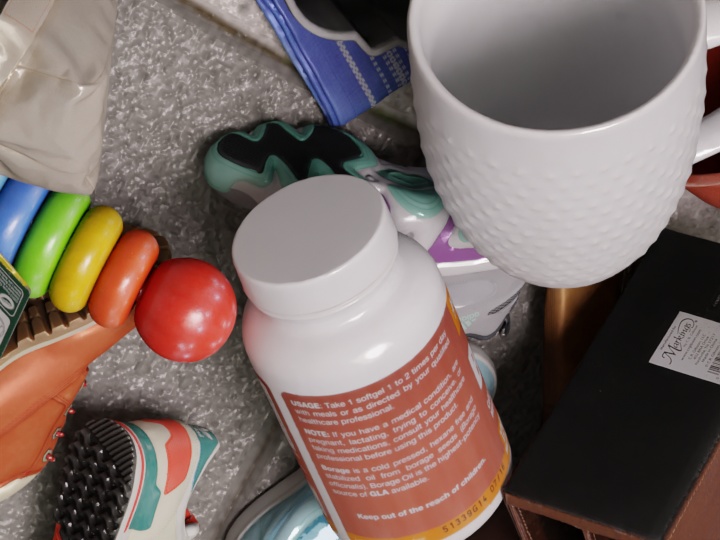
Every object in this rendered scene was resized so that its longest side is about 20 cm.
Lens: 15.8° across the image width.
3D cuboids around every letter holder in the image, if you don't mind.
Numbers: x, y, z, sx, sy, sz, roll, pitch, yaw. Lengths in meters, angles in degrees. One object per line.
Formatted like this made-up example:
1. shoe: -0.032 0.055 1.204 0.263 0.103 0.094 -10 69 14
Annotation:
1. letter holder: 0.182 0.104 1.476 0.200 0.100 0.143 -56 145 -28

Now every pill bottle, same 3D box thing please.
1. pill bottle: 0.004 0.050 1.385 0.112 0.112 0.201 -29 129 -8

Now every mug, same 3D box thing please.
1. mug: 0.126 -0.083 1.330 0.199 0.148 0.176 -17 146 -5

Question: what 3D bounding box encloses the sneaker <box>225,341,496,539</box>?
1. sneaker: 0.012 0.128 1.506 0.200 0.082 0.074 -46 120 0

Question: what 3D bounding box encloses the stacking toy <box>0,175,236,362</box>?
1. stacking toy: -0.157 -0.011 1.341 0.199 0.085 0.086 28 100 0

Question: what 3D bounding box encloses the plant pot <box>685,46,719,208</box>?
1. plant pot: 0.277 -0.085 1.471 0.201 0.201 0.195 -50 127 3

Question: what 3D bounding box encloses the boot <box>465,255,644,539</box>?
1. boot: 0.113 0.088 1.521 0.187 0.068 0.201 -6 113 -32

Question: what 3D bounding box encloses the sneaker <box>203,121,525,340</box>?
1. sneaker: 0.000 0.000 1.456 0.199 0.078 0.141 12 122 -7

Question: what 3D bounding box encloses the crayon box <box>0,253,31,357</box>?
1. crayon box: -0.293 -0.017 1.292 0.172 0.058 0.200 -19 125 34

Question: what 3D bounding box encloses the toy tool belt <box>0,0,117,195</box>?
1. toy tool belt: -0.181 -0.125 1.280 0.122 0.201 0.125 7 128 -6

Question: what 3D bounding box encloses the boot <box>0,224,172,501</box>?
1. boot: -0.179 0.056 1.419 0.199 0.075 0.108 -33 132 -7

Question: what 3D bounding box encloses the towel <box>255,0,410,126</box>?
1. towel: 0.035 -0.184 1.424 0.199 0.024 0.145 -34 119 -6

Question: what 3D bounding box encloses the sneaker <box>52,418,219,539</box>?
1. sneaker: -0.136 0.168 1.472 0.093 0.070 0.201 -5 125 -44

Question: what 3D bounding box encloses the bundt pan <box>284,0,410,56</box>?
1. bundt pan: 0.015 -0.218 1.346 0.201 0.076 0.203 -10 115 -22
